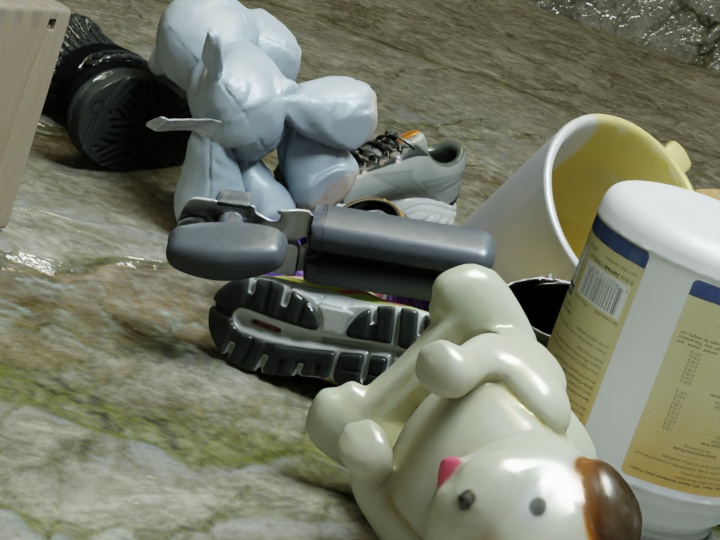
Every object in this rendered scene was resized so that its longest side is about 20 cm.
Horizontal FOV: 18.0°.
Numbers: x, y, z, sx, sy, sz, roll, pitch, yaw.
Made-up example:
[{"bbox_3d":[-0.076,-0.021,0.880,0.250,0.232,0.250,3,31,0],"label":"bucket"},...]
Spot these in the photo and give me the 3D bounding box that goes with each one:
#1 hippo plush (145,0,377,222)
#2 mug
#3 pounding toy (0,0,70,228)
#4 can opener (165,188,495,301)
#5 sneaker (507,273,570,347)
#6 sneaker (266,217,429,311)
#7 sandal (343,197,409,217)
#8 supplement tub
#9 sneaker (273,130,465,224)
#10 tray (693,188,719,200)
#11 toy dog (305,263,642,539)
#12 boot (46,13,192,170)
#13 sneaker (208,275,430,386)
[{"bbox_3d":[-0.104,-0.123,1.673,0.199,0.160,0.161,18,25,-41],"label":"hippo plush"},{"bbox_3d":[0.158,-0.013,1.640,0.186,0.153,0.150,1,68,-38],"label":"mug"},{"bbox_3d":[-0.298,-0.151,1.517,0.199,0.185,0.142,28,17,30],"label":"pounding toy"},{"bbox_3d":[-0.019,-0.003,1.387,0.199,0.054,0.067,9,42,0],"label":"can opener"},{"bbox_3d":[0.167,0.068,1.456,0.199,0.106,0.075,10,53,-11],"label":"sneaker"},{"bbox_3d":[0.000,0.000,1.561,0.080,0.084,0.199,32,18,37],"label":"sneaker"},{"bbox_3d":[0.002,-0.027,1.711,0.081,0.055,0.200,28,17,27],"label":"sandal"},{"bbox_3d":[0.179,0.063,1.340,0.144,0.201,0.144,18,15,-5],"label":"supplement tub"},{"bbox_3d":[0.009,-0.082,1.868,0.199,0.080,0.074,2,25,-45],"label":"sneaker"},{"bbox_3d":[0.281,0.042,1.630,0.037,0.099,0.200,-2,41,-31],"label":"tray"},{"bbox_3d":[0.069,0.120,1.190,0.194,0.139,0.200,54,4,-18],"label":"toy dog"},{"bbox_3d":[-0.218,-0.147,1.798,0.157,0.080,0.211,33,8,19],"label":"boot"},{"bbox_3d":[0.009,0.045,1.430,0.199,0.079,0.090,23,13,13],"label":"sneaker"}]
